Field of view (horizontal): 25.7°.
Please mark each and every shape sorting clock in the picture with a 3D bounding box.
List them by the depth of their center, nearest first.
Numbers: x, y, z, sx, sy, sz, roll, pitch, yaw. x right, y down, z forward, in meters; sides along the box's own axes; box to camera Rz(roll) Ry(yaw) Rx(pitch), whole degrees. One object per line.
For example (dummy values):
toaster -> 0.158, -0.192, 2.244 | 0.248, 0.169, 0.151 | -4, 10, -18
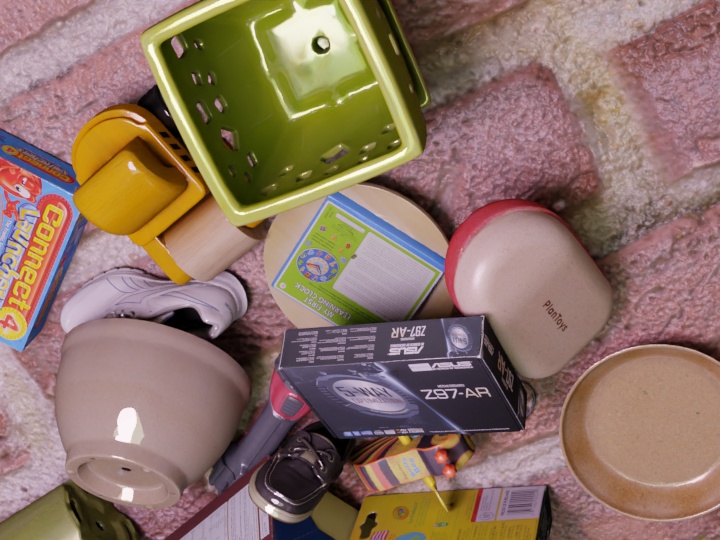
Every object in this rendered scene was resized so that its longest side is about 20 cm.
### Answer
shape sorting clock -> 0.000, 0.000, 1.578 | 0.200, 0.039, 0.200 | 5, 117, 11

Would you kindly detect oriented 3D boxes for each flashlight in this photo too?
flashlight -> -0.093, 0.155, 1.645 | 0.068, 0.068, 0.200 | 54, 128, 26

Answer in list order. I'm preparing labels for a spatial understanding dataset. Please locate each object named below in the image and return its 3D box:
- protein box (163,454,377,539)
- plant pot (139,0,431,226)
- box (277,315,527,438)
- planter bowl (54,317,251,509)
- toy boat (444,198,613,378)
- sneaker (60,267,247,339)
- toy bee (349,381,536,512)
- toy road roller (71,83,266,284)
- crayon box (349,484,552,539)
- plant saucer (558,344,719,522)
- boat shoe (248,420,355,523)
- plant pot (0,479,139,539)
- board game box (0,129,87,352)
protein box -> -0.090, 0.338, 1.654 | 0.199, 0.135, 0.200 | 36, 117, -28
plant pot -> -0.053, -0.183, 1.434 | 0.200, 0.181, 0.199 | -19, 107, 19
box -> 0.043, 0.105, 1.500 | 0.200, 0.044, 0.160 | -4, 148, 19
planter bowl -> -0.222, 0.157, 1.591 | 0.200, 0.135, 0.200 | 9, 149, 6
toy boat -> 0.146, 0.004, 1.509 | 0.131, 0.131, 0.200 | -44, 137, -1
sneaker -> -0.220, 0.042, 1.617 | 0.200, 0.087, 0.075 | -7, 112, 16
toy bee -> 0.069, 0.177, 1.602 | 0.131, 0.109, 0.200 | 40, 114, -4
toy road roller -> -0.195, -0.071, 1.530 | 0.123, 0.146, 0.200 | -37, 101, 23
crayon box -> 0.092, 0.278, 1.629 | 0.200, 0.127, 0.051 | -5, 111, 15
plant saucer -> 0.301, 0.158, 1.584 | 0.200, 0.035, 0.200 | 4, 114, 10
boat shoe -> -0.054, 0.191, 1.586 | 0.072, 0.201, 0.066 | 34, 108, 8
plant pot -> -0.345, 0.334, 1.726 | 0.190, 0.200, 0.200 | -40, 100, 11
board game box -> -0.395, -0.046, 1.633 | 0.196, 0.056, 0.200 | 27, 115, 0
